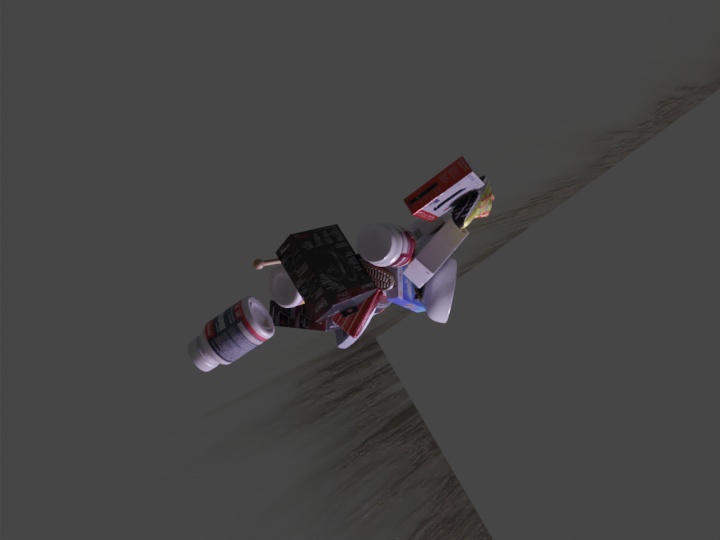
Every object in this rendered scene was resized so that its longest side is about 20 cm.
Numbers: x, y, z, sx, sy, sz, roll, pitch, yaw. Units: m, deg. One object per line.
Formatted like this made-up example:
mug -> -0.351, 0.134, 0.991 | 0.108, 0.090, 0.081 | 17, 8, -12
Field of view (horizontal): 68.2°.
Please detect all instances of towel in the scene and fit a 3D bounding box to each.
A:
towel -> -0.040, 0.066, 1.378 | 0.022, 0.200, 0.145 | 20, 103, -51

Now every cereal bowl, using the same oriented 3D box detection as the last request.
cereal bowl -> 0.235, 0.056, 1.622 | 0.083, 0.202, 0.200 | 10, 166, 2

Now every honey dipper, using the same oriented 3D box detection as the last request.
honey dipper -> -0.160, -0.024, 1.196 | 0.038, 0.038, 0.199 | -40, 164, 36

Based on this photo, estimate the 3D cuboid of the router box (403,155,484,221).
router box -> 0.220, -0.204, 1.375 | 0.179, 0.049, 0.200 | -36, 168, 18

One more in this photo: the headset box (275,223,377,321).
headset box -> -0.068, 0.009, 1.158 | 0.148, 0.201, 0.077 | -19, 163, -47

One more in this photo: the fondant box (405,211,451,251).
fondant box -> 0.216, -0.124, 1.669 | 0.144, 0.058, 0.200 | -37, 168, 20

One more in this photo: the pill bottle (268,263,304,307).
pill bottle -> -0.123, 0.022, 1.304 | 0.104, 0.105, 0.199 | -39, 165, 34

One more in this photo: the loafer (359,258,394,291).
loafer -> 0.004, 0.002, 1.447 | 0.067, 0.199, 0.077 | -42, 143, -60

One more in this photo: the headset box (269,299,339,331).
headset box -> -0.139, 0.127, 1.517 | 0.199, 0.076, 0.149 | 4, 179, 18

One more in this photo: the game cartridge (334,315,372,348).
game cartridge -> -0.021, 0.133, 1.567 | 0.041, 0.134, 0.200 | 12, 131, -29

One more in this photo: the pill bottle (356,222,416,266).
pill bottle -> 0.070, -0.067, 1.400 | 0.114, 0.115, 0.200 | -35, 167, 18

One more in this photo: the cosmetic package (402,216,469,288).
cosmetic package -> 0.216, -0.053, 1.524 | 0.200, 0.071, 0.102 | -46, 176, -31

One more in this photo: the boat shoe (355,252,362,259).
boat shoe -> 0.000, 0.000, 1.589 | 0.060, 0.076, 0.200 | -26, 167, -7

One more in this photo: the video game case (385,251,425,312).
video game case -> 0.146, 0.021, 1.651 | 0.045, 0.183, 0.200 | -11, 160, 32

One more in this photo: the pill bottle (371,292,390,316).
pill bottle -> 0.053, 0.073, 1.740 | 0.115, 0.116, 0.200 | -23, 164, -35

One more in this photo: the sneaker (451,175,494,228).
sneaker -> 0.324, -0.175, 1.473 | 0.078, 0.090, 0.200 | -14, -148, 49

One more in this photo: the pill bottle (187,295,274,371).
pill bottle -> -0.328, 0.164, 1.334 | 0.199, 0.120, 0.120 | -34, 168, 9
